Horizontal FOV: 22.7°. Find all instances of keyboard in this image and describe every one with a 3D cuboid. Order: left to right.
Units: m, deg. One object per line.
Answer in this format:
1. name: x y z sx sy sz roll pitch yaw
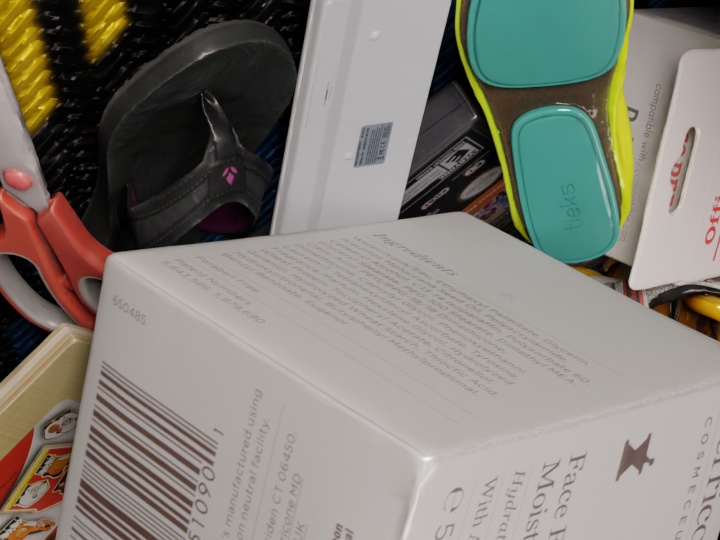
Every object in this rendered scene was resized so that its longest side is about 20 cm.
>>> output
1. keyboard: -0.003 -0.049 0.695 0.056 0.011 0.200 -14 142 -24

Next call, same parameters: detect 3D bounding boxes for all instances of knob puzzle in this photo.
1. knob puzzle: -0.132 0.102 0.756 0.219 0.030 0.220 -30 149 -20

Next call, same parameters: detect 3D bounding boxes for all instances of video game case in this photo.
1. video game case: 0.000 0.000 0.826 0.200 0.026 0.181 -37 160 14

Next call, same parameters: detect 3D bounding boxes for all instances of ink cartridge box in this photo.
1. ink cartridge box: 0.169 -0.063 0.847 0.200 0.067 0.117 -9 117 -48

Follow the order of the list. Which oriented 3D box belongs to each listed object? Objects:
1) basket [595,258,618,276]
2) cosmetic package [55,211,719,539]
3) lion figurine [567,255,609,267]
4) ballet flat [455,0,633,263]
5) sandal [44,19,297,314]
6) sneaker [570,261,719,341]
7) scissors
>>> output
1. basket: 0.233 -0.043 1.076 0.200 0.149 0.143 -20 -169 -31
2. cosmetic package: 0.015 0.088 0.671 0.200 0.165 0.165 -9 119 -45
3. lion figurine: 0.066 0.037 0.933 0.200 0.073 0.122 -12 168 -47
4. ballet flat: 0.074 -0.085 0.701 0.067 0.067 0.200 -4 141 8
5. sandal: -0.066 -0.024 0.682 0.075 0.048 0.201 -20 159 -30
6. sneaker: 0.155 0.030 0.871 0.082 0.078 0.200 10 -162 36
7. scissors: -0.122 -0.027 0.625 0.073 0.014 0.200 7 151 21
